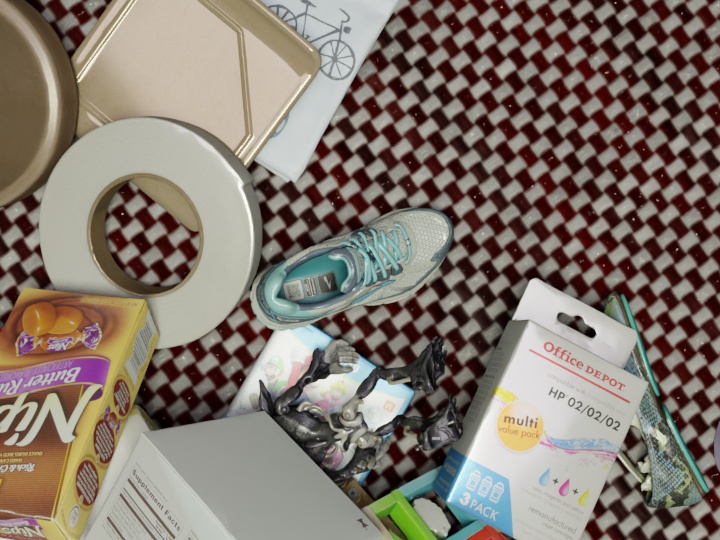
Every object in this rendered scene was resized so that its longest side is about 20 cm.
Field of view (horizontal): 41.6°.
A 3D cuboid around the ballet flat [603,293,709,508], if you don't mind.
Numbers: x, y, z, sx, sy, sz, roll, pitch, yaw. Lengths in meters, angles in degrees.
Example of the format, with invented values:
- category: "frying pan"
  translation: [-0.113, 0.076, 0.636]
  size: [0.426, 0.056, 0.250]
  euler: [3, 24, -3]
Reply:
- category: "ballet flat"
  translation: [0.247, 0.124, 0.860]
  size: [0.073, 0.074, 0.203]
  euler: [-22, 86, -2]

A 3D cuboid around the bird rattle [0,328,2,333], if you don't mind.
- category: "bird rattle"
  translation: [-0.406, 0.101, 0.815]
  size: [0.160, 0.112, 0.204]
  euler: [6, 88, 25]

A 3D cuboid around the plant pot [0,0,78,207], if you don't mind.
- category: "plant pot"
  translation: [-0.355, -0.136, 0.767]
  size: [0.196, 0.175, 0.204]
  euler: [2, 103, 7]

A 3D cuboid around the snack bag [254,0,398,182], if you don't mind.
- category: "snack bag"
  translation: [-0.090, -0.214, 0.874]
  size: [0.187, 0.021, 0.202]
  euler: [31, 91, 0]

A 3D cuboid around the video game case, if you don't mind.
- category: "video game case"
  translation: [-0.059, 0.160, 0.870]
  size: [0.142, 0.018, 0.202]
  euler: [31, 88, 0]

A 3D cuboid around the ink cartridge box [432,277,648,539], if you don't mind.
- category: "ink cartridge box"
  translation: [0.155, 0.118, 0.783]
  size: [0.114, 0.068, 0.203]
  euler: [26, 85, -3]

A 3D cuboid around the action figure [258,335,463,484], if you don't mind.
- category: "action figure"
  translation: [-0.010, 0.126, 0.818]
  size: [0.197, 0.102, 0.121]
  euler: [-17, 98, 24]

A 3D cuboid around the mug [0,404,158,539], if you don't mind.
- category: "mug"
  translation: [-0.240, 0.178, 0.806]
  size: [0.152, 0.149, 0.188]
  euler: [-34, 96, -10]

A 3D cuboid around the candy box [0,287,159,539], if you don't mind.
- category: "candy box"
  translation: [-0.249, 0.111, 0.758]
  size: [0.114, 0.057, 0.203]
  euler: [5, 52, 11]

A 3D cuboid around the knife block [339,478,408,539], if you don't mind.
- category: "knife block"
  translation: [0.051, 0.298, 0.850]
  size: [0.064, 0.176, 0.200]
  euler: [-42, 52, -9]

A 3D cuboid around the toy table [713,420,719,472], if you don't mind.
- category: "toy table"
  translation: [0.425, 0.139, 0.839]
  size: [0.199, 0.117, 0.185]
  euler: [-37, 90, -1]

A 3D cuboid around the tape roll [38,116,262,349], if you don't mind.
- category: "tape roll"
  translation: [-0.184, -0.033, 0.837]
  size: [0.198, 0.037, 0.207]
  euler: [1, 101, 7]

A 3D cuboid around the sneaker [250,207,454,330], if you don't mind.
- category: "sneaker"
  translation: [0.000, 0.000, 0.836]
  size: [0.197, 0.086, 0.079]
  euler: [-25, 88, -12]

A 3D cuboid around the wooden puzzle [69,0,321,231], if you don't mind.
- category: "wooden puzzle"
  translation: [-0.158, -0.167, 0.849]
  size: [0.184, 0.037, 0.201]
  euler: [38, 100, -1]

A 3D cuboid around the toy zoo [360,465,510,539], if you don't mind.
- category: "toy zoo"
  translation: [0.102, 0.222, 0.804]
  size: [0.131, 0.198, 0.021]
  euler: [48, 129, 25]

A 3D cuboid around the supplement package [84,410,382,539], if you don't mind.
- category: "supplement package"
  translation: [-0.117, 0.241, 0.731]
  size: [0.150, 0.151, 0.202]
  euler: [40, 109, 26]
